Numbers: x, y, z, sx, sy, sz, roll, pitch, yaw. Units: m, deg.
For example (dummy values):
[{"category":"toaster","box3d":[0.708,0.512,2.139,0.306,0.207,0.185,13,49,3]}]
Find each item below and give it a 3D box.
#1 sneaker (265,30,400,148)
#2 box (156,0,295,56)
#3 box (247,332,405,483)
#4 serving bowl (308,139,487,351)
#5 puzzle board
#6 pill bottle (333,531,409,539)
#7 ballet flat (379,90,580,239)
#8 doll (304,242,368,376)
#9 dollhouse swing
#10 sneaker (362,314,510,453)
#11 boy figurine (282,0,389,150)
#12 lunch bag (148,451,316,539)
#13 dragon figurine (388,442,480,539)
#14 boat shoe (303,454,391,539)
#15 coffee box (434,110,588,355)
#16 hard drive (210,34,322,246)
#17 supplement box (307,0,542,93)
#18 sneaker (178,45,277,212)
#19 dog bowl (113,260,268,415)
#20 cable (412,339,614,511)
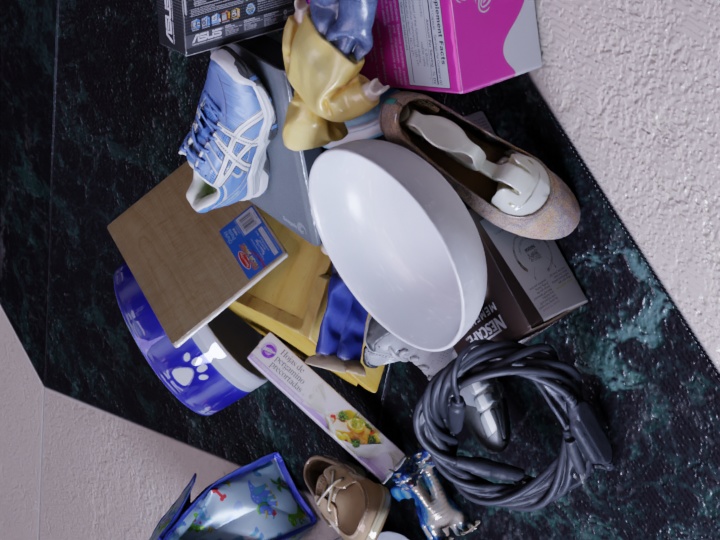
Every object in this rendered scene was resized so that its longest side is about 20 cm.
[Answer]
[{"category":"sneaker","box3d":[-0.036,-0.190,1.489,0.199,0.079,0.131,5,121,50]},{"category":"box","box3d":[-0.097,-0.300,1.419,0.044,0.199,0.161,27,129,42]},{"category":"box","box3d":[-0.036,0.147,1.655,0.200,0.039,0.041,41,171,11]},{"category":"serving bowl","box3d":[0.042,-0.031,1.338,0.200,0.066,0.201,40,149,30]},{"category":"puzzle board","box3d":[-0.173,-0.029,1.628,0.200,0.150,0.017,54,-176,40]},{"category":"pill bottle","box3d":[-0.010,0.352,1.713,0.112,0.110,0.200,62,146,8]},{"category":"ballet flat","box3d":[0.103,-0.087,1.311,0.199,0.068,0.067,29,174,-4]},{"category":"doll","box3d":[0.000,0.000,1.516,0.048,0.136,0.202,12,88,30]},{"category":"dollhouse swing","box3d":[-0.046,-0.010,1.644,0.199,0.177,0.182,22,166,44]},{"category":"sneaker","box3d":[0.065,0.092,1.481,0.115,0.075,0.201,-22,80,15]},{"category":"boy figurine","box3d":[-0.020,-0.177,1.327,0.124,0.064,0.201,44,139,29]},{"category":"lunch bag","box3d":[-0.182,0.321,1.850,0.128,0.199,0.170,56,143,15]},{"category":"dragon figurine","box3d":[0.070,0.236,1.586,0.100,0.059,0.200,58,172,13]},{"category":"boat shoe","box3d":[-0.020,0.244,1.645,0.072,0.064,0.200,-64,15,-1]},{"category":"coffee box","box3d":[0.103,-0.025,1.403,0.201,0.079,0.113,61,143,9]},{"category":"hard drive","box3d":[-0.086,-0.136,1.514,0.139,0.033,0.201,34,145,44]},{"category":"supplement box","box3d":[0.051,-0.218,1.353,0.199,0.101,0.104,14,118,48]},{"category":"sneaker","box3d":[-0.129,-0.126,1.473,0.076,0.077,0.201,45,152,30]},{"category":"dog bowl","box3d":[-0.186,0.058,1.723,0.079,0.200,0.201,-32,78,10]},{"category":"cable","box3d":[0.129,0.136,1.391,0.162,0.051,0.200,-18,126,26]}]
